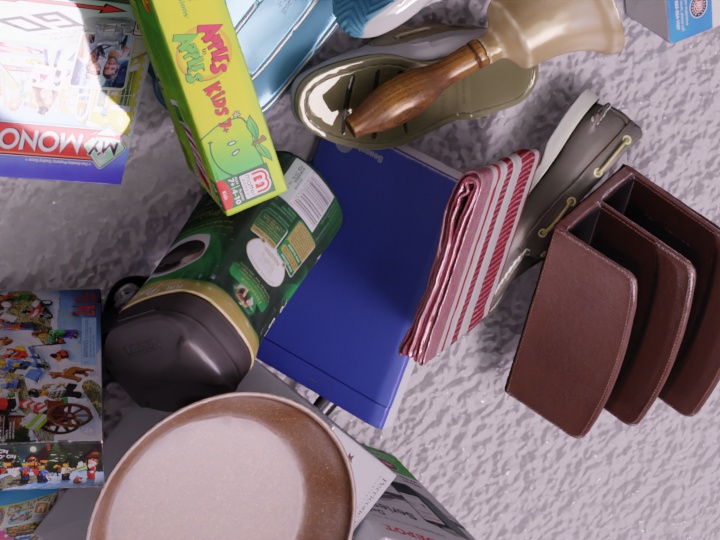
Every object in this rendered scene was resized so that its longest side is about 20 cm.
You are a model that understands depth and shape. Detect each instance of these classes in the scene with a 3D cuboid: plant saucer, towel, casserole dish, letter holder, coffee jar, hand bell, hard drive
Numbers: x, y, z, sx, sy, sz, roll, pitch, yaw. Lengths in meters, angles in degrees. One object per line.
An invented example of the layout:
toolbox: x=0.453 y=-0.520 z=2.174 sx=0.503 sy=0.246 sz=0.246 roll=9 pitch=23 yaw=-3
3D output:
plant saucer: x=-0.098 y=0.170 z=1.453 sx=0.200 sy=0.037 sz=0.201 roll=-10 pitch=112 yaw=-25
towel: x=0.083 y=-0.016 z=1.579 sx=0.200 sy=0.023 sz=0.144 roll=-27 pitch=137 yaw=-71
casserole dish: x=-0.068 y=-0.186 z=1.532 sx=0.121 sy=0.039 sz=0.200 roll=36 pitch=93 yaw=-39
letter holder: x=0.215 y=0.045 z=1.703 sx=0.101 sy=0.142 sz=0.200 roll=-39 pitch=154 yaw=-36
coffee jar: x=-0.097 y=0.009 z=1.519 sx=0.085 sy=0.104 sz=0.200 roll=52 pitch=46 yaw=-22
hand bell: x=0.078 y=-0.150 z=1.532 sx=0.200 sy=0.104 sz=0.104 roll=-32 pitch=127 yaw=-10
hard drive: x=0.000 y=0.000 z=1.616 sx=0.025 sy=0.132 sz=0.201 roll=-10 pitch=124 yaw=-58

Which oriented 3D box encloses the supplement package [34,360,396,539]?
supplement package: x=-0.105 y=0.170 z=1.578 sx=0.200 sy=0.156 sz=0.111 roll=-52 pitch=145 yaw=-3

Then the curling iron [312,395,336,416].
curling iron: x=0.010 y=0.048 z=1.698 sx=0.200 sy=0.026 sz=0.050 roll=-53 pitch=138 yaw=-4

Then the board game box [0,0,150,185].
board game box: x=-0.243 y=-0.130 z=1.464 sx=0.199 sy=0.029 sz=0.135 roll=3 pitch=113 yaw=-31

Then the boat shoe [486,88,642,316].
boat shoe: x=0.148 y=-0.044 z=1.705 sx=0.060 sy=0.072 sz=0.202 roll=33 pitch=96 yaw=5

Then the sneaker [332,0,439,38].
sneaker: x=0.060 y=-0.224 z=1.538 sx=0.200 sy=0.076 sz=0.081 roll=-45 pitch=139 yaw=-24

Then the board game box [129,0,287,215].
board game box: x=-0.112 y=-0.148 z=1.442 sx=0.047 sy=0.102 sz=0.200 roll=-23 pitch=116 yaw=-11

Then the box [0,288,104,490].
box: x=-0.241 y=0.078 z=1.447 sx=0.136 sy=0.200 sz=0.038 roll=-1 pitch=119 yaw=-7

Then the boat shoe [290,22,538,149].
boat shoe: x=0.031 y=-0.140 z=1.593 sx=0.199 sy=0.068 sz=0.075 roll=-10 pitch=121 yaw=-28

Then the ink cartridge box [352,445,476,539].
ink cartridge box: x=0.006 y=0.209 z=1.684 sx=0.146 sy=0.200 sz=0.084 roll=22 pitch=102 yaw=-37

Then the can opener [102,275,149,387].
can opener: x=-0.201 y=0.074 z=1.576 sx=0.200 sy=0.063 sz=0.079 roll=-35 pitch=114 yaw=-9

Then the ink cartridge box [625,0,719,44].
ink cartridge box: x=0.303 y=-0.270 z=1.684 sx=0.200 sy=0.067 sz=0.116 roll=-22 pitch=125 yaw=-19

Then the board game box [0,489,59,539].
board game box: x=-0.318 y=0.228 z=1.593 sx=0.147 sy=0.064 sz=0.201 roll=2 pitch=114 yaw=-32
